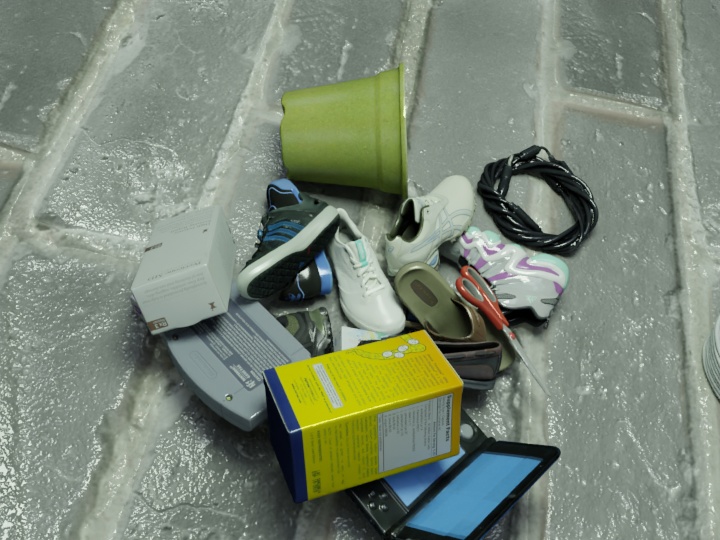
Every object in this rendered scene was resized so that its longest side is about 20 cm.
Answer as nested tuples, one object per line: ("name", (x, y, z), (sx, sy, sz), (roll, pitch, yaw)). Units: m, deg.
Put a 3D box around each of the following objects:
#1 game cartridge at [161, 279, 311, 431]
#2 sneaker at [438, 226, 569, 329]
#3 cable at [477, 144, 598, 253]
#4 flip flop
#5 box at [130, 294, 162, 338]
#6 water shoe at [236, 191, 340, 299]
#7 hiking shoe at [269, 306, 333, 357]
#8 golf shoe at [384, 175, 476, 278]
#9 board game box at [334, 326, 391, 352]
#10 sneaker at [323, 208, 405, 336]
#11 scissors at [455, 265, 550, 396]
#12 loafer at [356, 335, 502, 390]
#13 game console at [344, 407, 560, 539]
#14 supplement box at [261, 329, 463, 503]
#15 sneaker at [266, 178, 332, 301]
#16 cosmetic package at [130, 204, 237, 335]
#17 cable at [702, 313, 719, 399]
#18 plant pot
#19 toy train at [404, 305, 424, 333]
("game cartridge", (-0.154, 0.102, 1.032), (0.133, 0.041, 0.200), (-29, 54, -29))
("sneaker", (0.182, 0.024, 1.186), (0.199, 0.078, 0.140), (18, 64, 18))
("cable", (0.276, -0.110, 1.309), (0.162, 0.051, 0.201), (-14, 59, -18))
("flip flop", (0.126, 0.067, 1.113), (0.081, 0.058, 0.200), (-44, 102, 8))
("box", (-0.218, 0.093, 1.094), (0.200, 0.042, 0.039), (39, 59, 16))
("water shoe", (-0.110, -0.033, 1.109), (0.079, 0.072, 0.200), (34, 45, 16))
("hiking shoe", (-0.085, 0.139, 1.074), (0.100, 0.076, 0.201), (-4, 49, 4))
("golf shoe", (0.098, -0.077, 1.169), (0.078, 0.097, 0.200), (12, 55, 32))
("board game box", (0.034, 0.175, 1.064), (0.134, 0.034, 0.201), (11, 54, -17))
("sneaker", (0.000, 0.000, 1.154), (0.075, 0.089, 0.200), (-18, 54, -20))
("scissors", (0.195, 0.076, 1.115), (0.200, 0.014, 0.073), (49, 27, 6))
("loafer", (0.088, 0.103, 1.064), (0.199, 0.063, 0.072), (11, 21, -20))
("game console", (0.096, 0.215, 0.966), (0.200, 0.118, 0.171), (-32, 74, -37))
("supplement box", (0.002, 0.159, 0.940), (0.199, 0.109, 0.110), (-12, 35, -16))
("sneaker", (-0.108, -0.045, 1.189), (0.078, 0.070, 0.201), (-11, 59, -25))
("cosmetic package", (-0.220, -0.007, 1.076), (0.101, 0.074, 0.200), (-18, 24, 3))
("cable", (0.584, 0.132, 1.180), (0.199, 0.069, 0.201), (-19, 60, -20))
("plant pot", (-0.022, -0.205, 1.256), (0.183, 0.201, 0.201), (-1, 55, 3))
("toy train", (0.086, 0.004, 1.200), (0.034, 0.046, 0.201), (10, 55, -2))
